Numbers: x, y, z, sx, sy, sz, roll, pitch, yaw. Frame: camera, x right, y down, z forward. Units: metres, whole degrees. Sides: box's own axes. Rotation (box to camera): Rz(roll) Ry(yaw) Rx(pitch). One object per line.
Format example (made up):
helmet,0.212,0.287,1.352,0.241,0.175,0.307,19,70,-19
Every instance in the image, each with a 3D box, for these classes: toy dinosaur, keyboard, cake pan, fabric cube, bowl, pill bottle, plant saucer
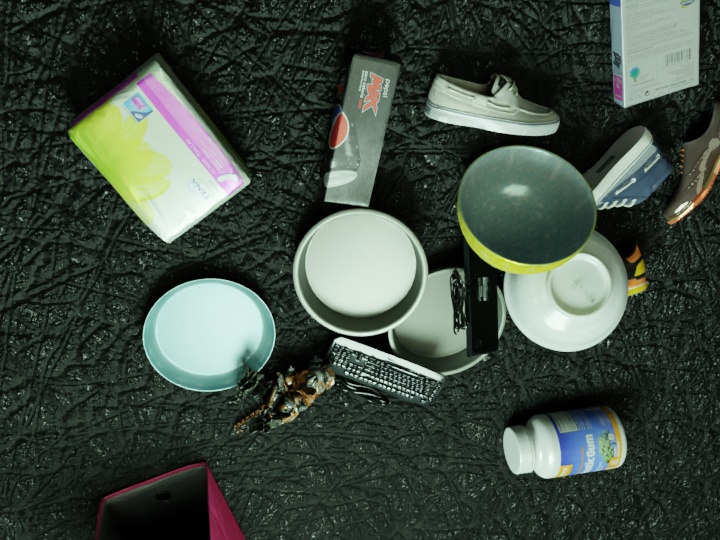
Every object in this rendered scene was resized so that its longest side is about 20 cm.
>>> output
toy dinosaur,-0.130,0.215,1.138,0.135,0.102,0.201,9,120,-55
keyboard,0.169,0.029,1.094,0.103,0.039,0.203,-1,88,-44
cake pan,0.000,0.000,1.058,0.197,0.037,0.203,0,113,1
fabric cube,-0.308,0.482,1.181,0.194,0.201,0.201,-19,122,-3
cake pan,0.138,0.079,1.159,0.197,0.037,0.203,-5,118,-10
keyboard,0.032,0.181,1.155,0.198,0.040,0.105,21,126,-8
bowl,0.323,0.024,1.088,0.198,0.090,0.204,0,87,3
bowl,0.232,-0.070,1.042,0.197,0.202,0.108,-9,153,-7
pill bottle,0.367,0.314,1.291,0.197,0.112,0.113,-6,119,-10
plant saucer,-0.231,0.096,1.093,0.197,0.027,0.203,-5,118,-10

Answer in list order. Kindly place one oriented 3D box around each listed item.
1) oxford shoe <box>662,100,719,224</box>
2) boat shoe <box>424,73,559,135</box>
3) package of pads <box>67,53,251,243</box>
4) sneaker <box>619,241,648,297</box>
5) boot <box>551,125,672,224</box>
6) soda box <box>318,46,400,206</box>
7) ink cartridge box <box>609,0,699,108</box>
oxford shoe,0.523,-0.168,1.111,0.072,0.071,0.202,29,114,6
boat shoe,0.190,-0.237,0.991,0.197,0.071,0.071,7,119,-9
package of pads,-0.260,-0.152,0.932,0.154,0.068,0.201,-35,119,6
sneaker,0.368,0.008,1.165,0.197,0.070,0.091,-12,100,-4
boot,0.384,-0.118,1.089,0.200,0.073,0.090,-44,112,11
soda box,-0.005,-0.193,0.971,0.070,0.063,0.202,6,115,-15
ink cartridge box,0.412,-0.344,0.998,0.118,0.042,0.202,-17,122,-3
